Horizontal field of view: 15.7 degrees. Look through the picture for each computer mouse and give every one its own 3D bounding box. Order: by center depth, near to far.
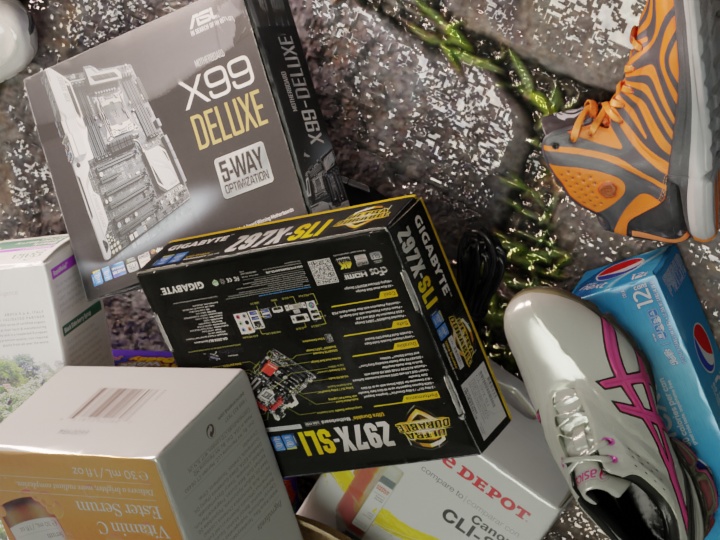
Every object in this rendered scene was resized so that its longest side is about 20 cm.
[{"bbox_3d":[0.000,0.000,1.737,0.200,0.046,0.141,17,126,13],"label":"computer mouse"}]

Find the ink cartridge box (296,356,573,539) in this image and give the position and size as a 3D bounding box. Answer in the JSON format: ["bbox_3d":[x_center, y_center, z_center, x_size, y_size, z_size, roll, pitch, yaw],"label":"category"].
[{"bbox_3d":[0.046,0.156,1.731,0.145,0.083,0.200,35,128,5],"label":"ink cartridge box"}]

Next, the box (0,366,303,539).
[{"bbox_3d":[-0.130,0.172,1.665,0.152,0.106,0.200,-1,118,34],"label":"box"}]

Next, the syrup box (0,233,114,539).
[{"bbox_3d":[-0.213,0.080,1.764,0.079,0.081,0.200,-5,103,20],"label":"syrup box"}]

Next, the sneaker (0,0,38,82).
[{"bbox_3d":[-0.314,-0.149,1.762,0.200,0.087,0.075,-2,107,18],"label":"sneaker"}]

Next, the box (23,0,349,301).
[{"bbox_3d":[-0.115,-0.083,1.695,0.200,0.050,0.158,-18,87,36],"label":"box"}]

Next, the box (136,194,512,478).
[{"bbox_3d":[-0.025,0.046,1.622,0.200,0.049,0.160,-10,113,35],"label":"box"}]

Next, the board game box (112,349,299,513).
[{"bbox_3d":[-0.146,0.126,1.828,0.200,0.045,0.135,1,109,19],"label":"board game box"}]

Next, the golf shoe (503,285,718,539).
[{"bbox_3d":[0.152,0.100,1.619,0.073,0.092,0.200,-32,95,28],"label":"golf shoe"}]

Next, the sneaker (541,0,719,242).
[{"bbox_3d":[0.165,-0.110,1.616,0.112,0.078,0.200,3,110,17],"label":"sneaker"}]

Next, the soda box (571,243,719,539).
[{"bbox_3d":[0.204,0.090,1.683,0.068,0.064,0.200,-18,102,24],"label":"soda box"}]

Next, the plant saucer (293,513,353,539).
[{"bbox_3d":[-0.036,0.233,1.745,0.200,0.035,0.200,16,128,22],"label":"plant saucer"}]
